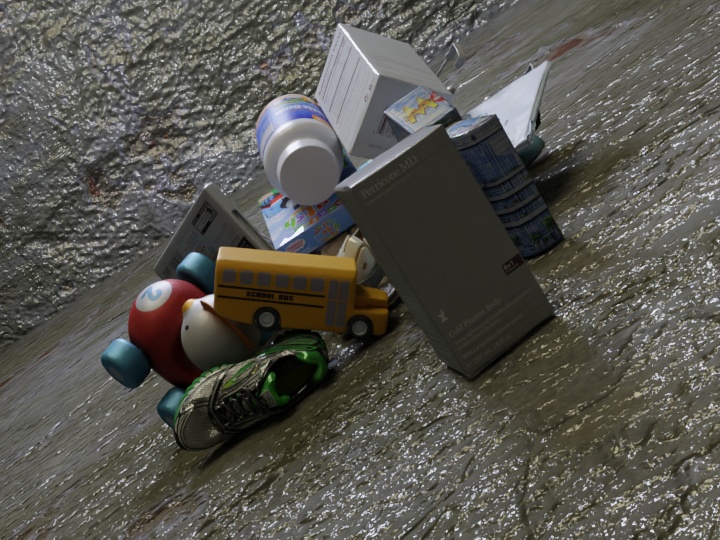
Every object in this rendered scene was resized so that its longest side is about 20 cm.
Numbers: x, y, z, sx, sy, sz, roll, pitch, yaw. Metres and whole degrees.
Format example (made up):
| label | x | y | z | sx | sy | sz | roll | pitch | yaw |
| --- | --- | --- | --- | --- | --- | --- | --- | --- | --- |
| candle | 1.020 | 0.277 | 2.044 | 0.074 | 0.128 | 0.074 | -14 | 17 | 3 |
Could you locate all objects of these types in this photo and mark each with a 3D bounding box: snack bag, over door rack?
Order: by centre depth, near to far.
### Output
| label | x | y | z | sx | sy | sz | roll | pitch | yaw |
| --- | --- | --- | --- | --- | --- | --- | --- | --- | --- |
| snack bag | 0.156 | -0.167 | 1.365 | 0.199 | 0.021 | 0.190 | -31 | 24 | 38 |
| over door rack | 0.147 | -0.251 | 1.561 | 0.200 | 0.145 | 0.068 | -46 | 44 | 50 |

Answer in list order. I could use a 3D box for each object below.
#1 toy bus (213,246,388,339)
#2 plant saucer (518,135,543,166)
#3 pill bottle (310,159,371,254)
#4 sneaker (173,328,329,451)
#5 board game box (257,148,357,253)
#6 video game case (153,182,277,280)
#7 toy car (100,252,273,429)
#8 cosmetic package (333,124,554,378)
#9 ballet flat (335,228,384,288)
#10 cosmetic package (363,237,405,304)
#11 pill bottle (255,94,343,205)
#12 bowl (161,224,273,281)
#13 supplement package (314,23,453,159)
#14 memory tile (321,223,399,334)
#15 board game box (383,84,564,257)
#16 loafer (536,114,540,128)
| label | x | y | z | sx | sy | sz | roll | pitch | yaw |
| --- | --- | --- | --- | --- | --- | --- | --- | --- | --- |
| toy bus | -0.066 | 0.025 | 1.239 | 0.196 | 0.080 | 0.065 | 5 | 18 | -4 |
| plant saucer | 0.173 | -0.144 | 1.582 | 0.198 | 0.028 | 0.200 | -33 | 12 | 8 |
| pill bottle | -0.012 | -0.076 | 1.616 | 0.199 | 0.112 | 0.111 | -37 | 13 | -7 |
| sneaker | -0.123 | 0.134 | 1.214 | 0.198 | 0.079 | 0.085 | -35 | 13 | -2 |
| board game box | -0.063 | -0.094 | 1.536 | 0.150 | 0.037 | 0.200 | -33 | 27 | 2 |
| video game case | -0.177 | 0.008 | 1.454 | 0.023 | 0.182 | 0.200 | -40 | -6 | -45 |
| toy car | -0.188 | 0.070 | 1.313 | 0.185 | 0.176 | 0.200 | -52 | 5 | -28 |
| cosmetic package | 0.074 | -0.020 | 0.985 | 0.106 | 0.201 | 0.090 | -36 | 13 | -7 |
| ballet flat | 0.014 | -0.038 | 1.296 | 0.201 | 0.072 | 0.072 | -52 | 14 | -4 |
| cosmetic package | 0.069 | 0.001 | 1.148 | 0.073 | 0.104 | 0.200 | -35 | 11 | 0 |
| pill bottle | -0.082 | -0.164 | 1.506 | 0.111 | 0.113 | 0.201 | -33 | 26 | 4 |
| bowl | -0.192 | -0.013 | 1.608 | 0.199 | 0.199 | 0.096 | -25 | 54 | 36 |
| supplement package | 0.027 | -0.238 | 1.495 | 0.201 | 0.115 | 0.119 | -117 | 43 | -55 |
| memory tile | 0.000 | 0.000 | 1.383 | 0.152 | 0.017 | 0.200 | -37 | 31 | -5 |
| board game box | 0.113 | -0.108 | 1.207 | 0.061 | 0.202 | 0.200 | -35 | 12 | -11 |
| loafer | 0.153 | -0.182 | 1.509 | 0.198 | 0.069 | 0.070 | -23 | 0 | 33 |
